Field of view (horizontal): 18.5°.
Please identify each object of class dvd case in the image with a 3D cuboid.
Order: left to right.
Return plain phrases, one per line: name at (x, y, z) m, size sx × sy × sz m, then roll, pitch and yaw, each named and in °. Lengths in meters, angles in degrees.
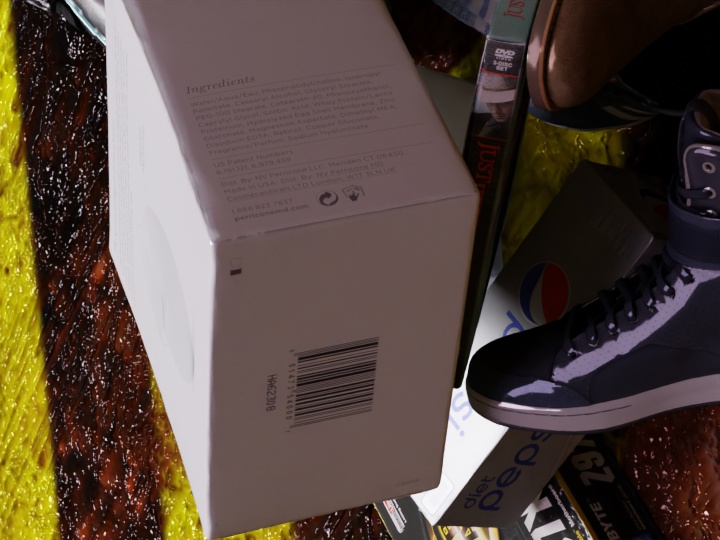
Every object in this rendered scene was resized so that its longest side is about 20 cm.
dvd case at (0.064, -0.063, 1.046) m, size 0.146 × 0.022 × 0.200 m, roll -71°, pitch -9°, yaw -51°

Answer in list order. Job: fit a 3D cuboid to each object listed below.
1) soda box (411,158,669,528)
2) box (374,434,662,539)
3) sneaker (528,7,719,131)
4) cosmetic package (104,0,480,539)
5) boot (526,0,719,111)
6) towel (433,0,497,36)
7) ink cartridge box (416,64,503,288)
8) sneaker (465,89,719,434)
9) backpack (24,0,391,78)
soda box at (0.096, 0.042, 1.131) m, size 0.200 × 0.068 × 0.063 m, roll -55°, pitch 52°, yaw 23°
box at (0.083, 0.139, 1.242) m, size 0.200 × 0.049 × 0.160 m, roll 61°, pitch 140°, yaw 27°
sneaker at (0.131, -0.104, 1.057) m, size 0.200 × 0.084 × 0.075 m, roll -12°, pitch 96°, yaw 50°
cosmetic package at (-0.039, -0.022, 1.024) m, size 0.200 × 0.123 × 0.200 m, roll 95°, pitch 157°, yaw -46°
boot at (0.146, -0.140, 0.965) m, size 0.075 × 0.200 × 0.074 m, roll 27°, pitch 154°, yaw 29°
towel at (0.086, -0.192, 1.178) m, size 0.200 × 0.024 × 0.147 m, roll 41°, pitch 128°, yaw 41°
ink cartridge box at (0.000, 0.000, 1.249) m, size 0.200 × 0.086 × 0.147 m, roll 121°, pitch 157°, yaw -45°
sneaker at (0.133, -0.006, 1.007) m, size 0.202 × 0.077 × 0.146 m, roll -10°, pitch 118°, yaw 15°
backpack at (-0.072, -0.170, 1.218) m, size 0.176 × 0.200 × 0.153 m, roll 45°, pitch 105°, yaw 10°
